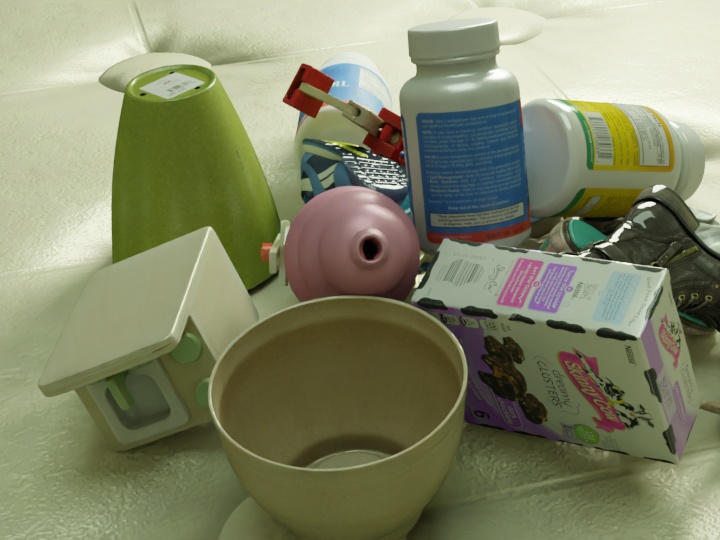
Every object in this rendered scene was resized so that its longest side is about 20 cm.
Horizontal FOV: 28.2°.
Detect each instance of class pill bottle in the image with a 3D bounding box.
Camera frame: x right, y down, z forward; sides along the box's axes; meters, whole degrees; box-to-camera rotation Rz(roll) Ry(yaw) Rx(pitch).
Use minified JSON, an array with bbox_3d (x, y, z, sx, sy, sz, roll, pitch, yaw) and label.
[{"bbox_3d":[0.094,-0.123,1.311,0.111,0.203,0.112,-6,15,2],"label":"pill bottle"},{"bbox_3d":[0.242,-0.108,1.409,0.198,0.114,0.113,-2,25,-36],"label":"pill bottle"},{"bbox_3d":[-0.018,-0.181,1.687,0.111,0.113,0.201,-2,30,2],"label":"pill bottle"}]

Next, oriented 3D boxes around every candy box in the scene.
[{"bbox_3d":[0.162,0.065,1.162,0.198,0.169,0.072,8,53,32],"label":"candy box"}]

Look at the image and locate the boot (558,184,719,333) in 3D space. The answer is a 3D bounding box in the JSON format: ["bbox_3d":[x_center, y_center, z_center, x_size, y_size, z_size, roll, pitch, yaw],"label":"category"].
[{"bbox_3d":[0.263,0.033,1.263,0.200,0.069,0.174,48,51,1],"label":"boot"}]

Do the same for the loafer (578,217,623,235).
[{"bbox_3d":[0.269,-0.064,1.508,0.071,0.064,0.200,8,32,21],"label":"loafer"}]

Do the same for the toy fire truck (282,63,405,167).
[{"bbox_3d":[0.015,-0.152,1.508,0.140,0.049,0.200,28,2,-33],"label":"toy fire truck"}]

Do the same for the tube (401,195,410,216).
[{"bbox_3d":[0.019,-0.041,1.512,0.198,0.051,0.077,-24,29,-15],"label":"tube"}]

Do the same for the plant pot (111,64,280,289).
[{"bbox_3d":[-0.177,-0.100,1.468,0.185,0.202,0.188,-4,30,2],"label":"plant pot"}]

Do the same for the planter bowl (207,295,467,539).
[{"bbox_3d":[-0.012,0.133,1.120,0.197,0.136,0.201,-4,36,3],"label":"planter bowl"}]

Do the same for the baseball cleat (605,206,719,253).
[{"bbox_3d":[0.285,-0.018,1.425,0.197,0.070,0.107,4,37,-9],"label":"baseball cleat"}]

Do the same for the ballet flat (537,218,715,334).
[{"bbox_3d":[0.246,0.016,1.344,0.199,0.067,0.069,31,39,-20],"label":"ballet flat"}]

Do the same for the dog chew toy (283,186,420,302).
[{"bbox_3d":[-0.002,-0.015,1.237,0.123,0.126,0.200,-7,-1,-7],"label":"dog chew toy"}]

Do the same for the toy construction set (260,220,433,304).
[{"bbox_3d":[0.000,0.000,1.395,0.198,0.093,0.132,14,36,-3],"label":"toy construction set"}]

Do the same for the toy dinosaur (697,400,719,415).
[{"bbox_3d":[0.368,0.085,1.237,0.198,0.087,0.136,-26,23,-5],"label":"toy dinosaur"}]

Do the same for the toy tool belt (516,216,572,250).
[{"bbox_3d":[0.166,-0.080,1.486,0.124,0.124,0.200,12,33,24],"label":"toy tool belt"}]

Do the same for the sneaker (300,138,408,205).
[{"bbox_3d":[-0.008,-0.081,1.475,0.073,0.083,0.200,8,12,-23],"label":"sneaker"}]

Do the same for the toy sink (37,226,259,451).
[{"bbox_3d":[-0.175,0.072,1.241,0.129,0.113,0.201,-21,24,14],"label":"toy sink"}]
